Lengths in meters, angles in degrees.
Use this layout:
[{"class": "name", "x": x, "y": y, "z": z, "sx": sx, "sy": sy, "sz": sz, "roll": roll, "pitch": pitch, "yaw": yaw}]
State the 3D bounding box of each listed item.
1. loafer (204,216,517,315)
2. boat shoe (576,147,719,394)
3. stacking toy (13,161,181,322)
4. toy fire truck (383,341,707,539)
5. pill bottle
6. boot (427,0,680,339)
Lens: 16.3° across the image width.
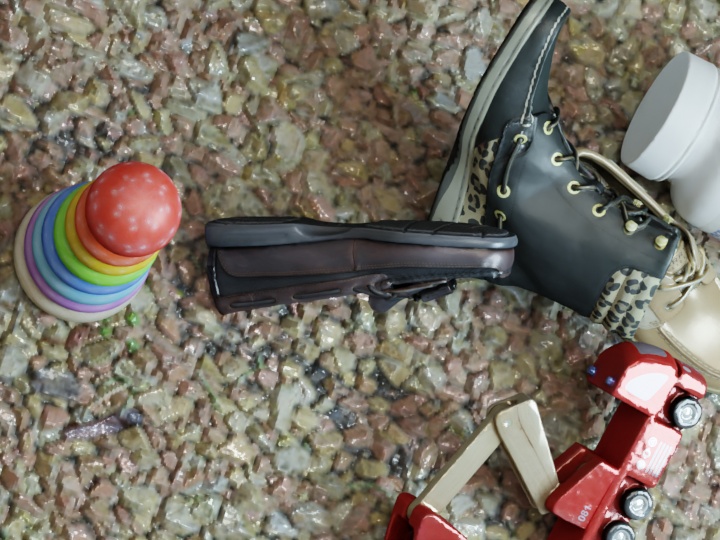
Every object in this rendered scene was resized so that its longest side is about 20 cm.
[{"class": "loafer", "x": 0.000, "y": 0.000, "z": 1.558, "sx": 0.200, "sy": 0.072, "sz": 0.063, "roll": 3, "pitch": 97, "yaw": 16}, {"class": "boat shoe", "x": 0.191, "y": 0.002, "z": 1.638, "sx": 0.200, "sy": 0.065, "sz": 0.071, "roll": 44, "pitch": 71, "yaw": -4}, {"class": "stacking toy", "x": -0.149, "y": -0.026, "z": 1.473, "sx": 0.085, "sy": 0.200, "sz": 0.085, "roll": 3, "pitch": 79, "yaw": -16}, {"class": "toy fire truck", "x": 0.116, "y": 0.123, "z": 1.581, "sx": 0.141, "sy": 0.049, "sz": 0.200, "roll": 27, "pitch": 92, "yaw": -22}, {"class": "pill bottle", "x": 0.278, "y": -0.060, "z": 1.651, "sx": 0.200, "sy": 0.112, "sz": 0.112, "roll": 28, "pitch": 74, "yaw": -9}, {"class": "boot", "x": 0.136, "y": -0.062, "z": 1.566, "sx": 0.154, "sy": 0.204, "sz": 0.073, "roll": 24, "pitch": 30, "yaw": 7}]
